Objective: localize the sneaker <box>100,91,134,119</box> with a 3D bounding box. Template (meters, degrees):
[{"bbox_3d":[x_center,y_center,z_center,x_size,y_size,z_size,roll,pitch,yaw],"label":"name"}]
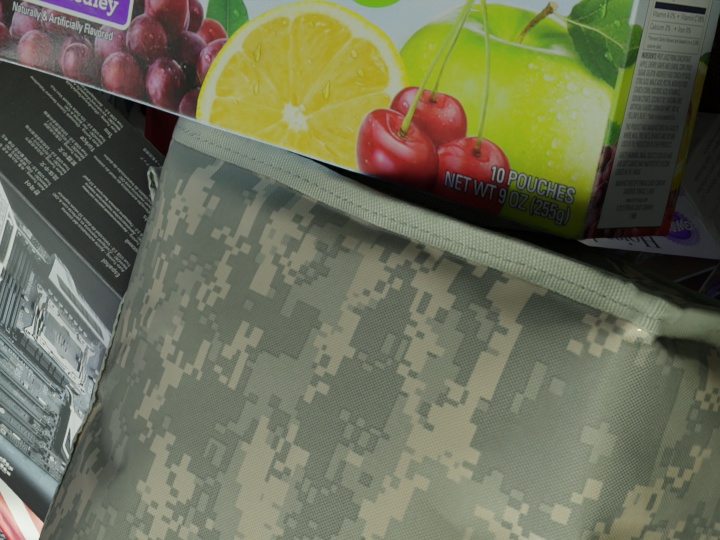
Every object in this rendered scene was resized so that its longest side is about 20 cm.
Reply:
[{"bbox_3d":[-0.166,-0.071,0.858,0.199,0.072,0.072,16,131,31],"label":"sneaker"}]

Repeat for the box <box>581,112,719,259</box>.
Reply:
[{"bbox_3d":[0.043,-0.037,0.769,0.199,0.042,0.039,6,144,46],"label":"box"}]

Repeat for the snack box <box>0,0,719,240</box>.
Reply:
[{"bbox_3d":[-0.001,-0.102,0.600,0.199,0.144,0.053,18,-169,33],"label":"snack box"}]

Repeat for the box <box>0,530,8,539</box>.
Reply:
[{"bbox_3d":[-0.081,0.090,1.028,0.104,0.148,0.201,23,151,27],"label":"box"}]

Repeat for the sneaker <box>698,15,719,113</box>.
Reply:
[{"bbox_3d":[0.025,-0.079,0.676,0.199,0.076,0.071,26,154,21],"label":"sneaker"}]

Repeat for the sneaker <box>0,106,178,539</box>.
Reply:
[{"bbox_3d":[-0.096,0.025,0.865,0.114,0.202,0.078,-3,-178,-7],"label":"sneaker"}]

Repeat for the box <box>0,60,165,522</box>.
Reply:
[{"bbox_3d":[-0.068,0.043,0.764,0.200,0.050,0.158,45,147,4],"label":"box"}]

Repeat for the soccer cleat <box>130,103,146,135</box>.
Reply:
[{"bbox_3d":[-0.138,-0.030,0.970,0.199,0.078,0.069,2,139,51],"label":"soccer cleat"}]

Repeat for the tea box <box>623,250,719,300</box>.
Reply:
[{"bbox_3d":[0.170,0.085,0.706,0.197,0.134,0.200,45,155,-16],"label":"tea box"}]

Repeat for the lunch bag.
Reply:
[{"bbox_3d":[0.002,0.059,0.617,0.199,0.165,0.117,23,-174,40],"label":"lunch bag"}]
